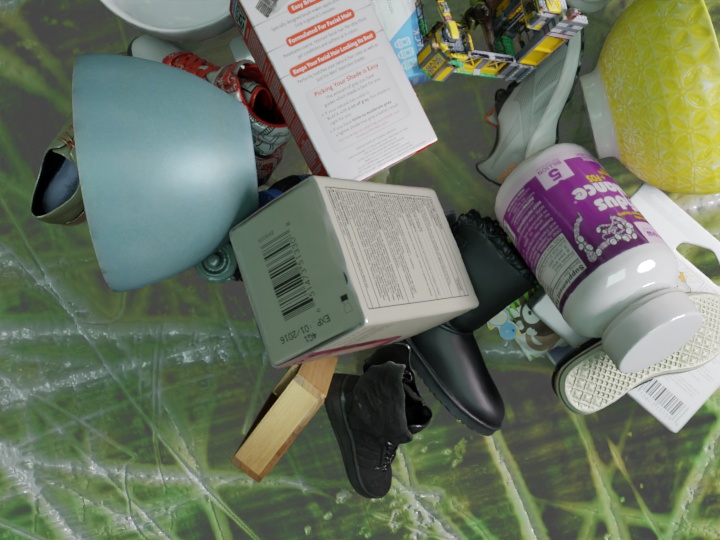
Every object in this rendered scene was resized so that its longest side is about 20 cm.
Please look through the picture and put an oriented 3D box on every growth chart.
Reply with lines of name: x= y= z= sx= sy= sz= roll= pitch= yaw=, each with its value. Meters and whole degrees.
growth chart: x=0.204 y=0.026 z=0.807 sx=0.200 sy=0.018 sz=0.145 roll=44 pitch=98 yaw=-2

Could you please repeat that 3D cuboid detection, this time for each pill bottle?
pill bottle: x=0.215 y=-0.012 z=0.682 sx=0.111 sy=0.112 sz=0.201 roll=-32 pitch=57 yaw=7

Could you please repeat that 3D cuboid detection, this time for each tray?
tray: x=-0.065 y=0.124 z=0.740 sx=0.037 sy=0.200 sz=0.099 roll=37 pitch=97 yaw=-1

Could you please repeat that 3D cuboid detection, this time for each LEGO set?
LEGO set: x=0.121 y=-0.272 z=0.679 sx=0.152 sy=0.116 sz=0.203 roll=8 pitch=68 yaw=-25

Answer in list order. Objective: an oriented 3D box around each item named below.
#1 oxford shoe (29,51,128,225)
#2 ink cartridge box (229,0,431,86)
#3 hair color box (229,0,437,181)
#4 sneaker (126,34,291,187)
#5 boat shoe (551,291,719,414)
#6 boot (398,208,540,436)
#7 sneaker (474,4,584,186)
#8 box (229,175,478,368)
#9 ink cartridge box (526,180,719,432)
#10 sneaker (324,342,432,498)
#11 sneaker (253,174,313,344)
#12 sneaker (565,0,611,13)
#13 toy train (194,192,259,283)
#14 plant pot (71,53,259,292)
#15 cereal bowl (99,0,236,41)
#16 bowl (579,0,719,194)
oxford shoe: x=-0.282 y=-0.135 z=0.783 sx=0.070 sy=0.074 sz=0.202 roll=26 pitch=97 yaw=0
ink cartridge box: x=-0.033 y=-0.221 z=0.762 sx=0.197 sy=0.068 sz=0.117 roll=-19 pitch=95 yaw=5
hair color box: x=-0.026 y=-0.181 z=0.687 sx=0.110 sy=0.064 sz=0.202 roll=-28 pitch=95 yaw=-13
sneaker: x=-0.145 y=-0.186 z=0.742 sx=0.202 sy=0.067 sz=0.108 roll=48 pitch=142 yaw=3
boat shoe: x=0.272 y=0.077 z=0.728 sx=0.198 sy=0.062 sz=0.075 roll=-26 pitch=90 yaw=-7
boot: x=0.121 y=0.050 z=0.770 sx=0.199 sy=0.073 sz=0.162 roll=47 pitch=109 yaw=7
sneaker: x=0.173 y=-0.179 z=0.756 sx=0.078 sy=0.074 sz=0.203 roll=17 pitch=98 yaw=7
box: x=0.000 y=0.000 z=0.673 sx=0.108 sy=0.199 sz=0.129 roll=-28 pitch=76 yaw=32
ink cartridge box: x=0.302 y=0.036 z=0.770 sx=0.199 sy=0.044 sz=0.174 roll=40 pitch=98 yaw=-1
sneaker: x=0.028 y=0.163 z=0.770 sx=0.103 sy=0.060 sz=0.202 roll=-5 pitch=121 yaw=25
sneaker: x=-0.065 y=-0.001 z=0.773 sx=0.070 sy=0.078 sz=0.202 roll=24 pitch=127 yaw=32
sneaker: x=0.270 y=-0.331 z=0.705 sx=0.074 sy=0.087 sz=0.200 roll=45 pitch=76 yaw=2
toy train: x=-0.178 y=-0.066 z=0.786 sx=0.198 sy=0.085 sz=0.115 roll=29 pitch=88 yaw=-1
plant pot: x=-0.160 y=-0.091 z=0.656 sx=0.133 sy=0.200 sz=0.203 roll=-8 pitch=97 yaw=-10
cereal bowl: x=-0.173 y=-0.322 z=0.743 sx=0.197 sy=0.083 sz=0.204 roll=0 pitch=89 yaw=3
bowl: x=0.267 y=-0.158 z=0.700 sx=0.106 sy=0.200 sz=0.203 roll=-14 pitch=96 yaw=18
